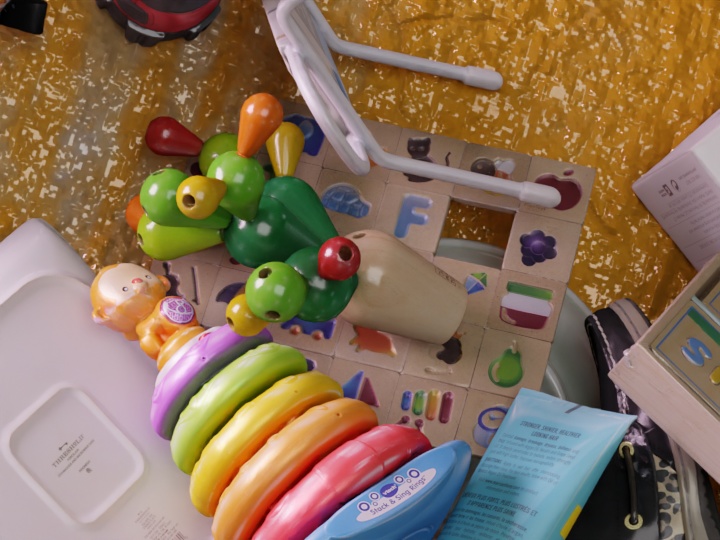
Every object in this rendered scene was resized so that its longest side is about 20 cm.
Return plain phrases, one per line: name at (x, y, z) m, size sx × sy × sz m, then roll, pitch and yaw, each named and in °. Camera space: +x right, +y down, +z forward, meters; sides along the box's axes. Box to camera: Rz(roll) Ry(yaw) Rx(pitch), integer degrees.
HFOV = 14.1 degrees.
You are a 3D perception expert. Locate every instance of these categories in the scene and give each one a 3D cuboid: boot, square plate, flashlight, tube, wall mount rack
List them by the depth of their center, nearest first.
tube at (0.050, 0.142, 1.313) m, size 0.050 × 0.077 × 0.201 m, roll 45°, pitch 69°, yaw -41°
square plate at (-0.134, 0.089, 1.337) m, size 0.198 × 0.028 × 0.200 m, roll 46°, pitch 46°, yaw 0°
flashlight at (-0.079, -0.157, 1.366) m, size 0.068 × 0.200 × 0.068 m, roll -7°, pitch 82°, yaw -15°
boot at (0.089, 0.120, 1.376) m, size 0.153 × 0.074 × 0.205 m, roll -14°, pitch 66°, yaw 1°
wall mount rack at (0.012, -0.104, 1.401) m, size 0.074 × 0.200 × 0.174 m, roll -31°, pitch 125°, yaw 9°

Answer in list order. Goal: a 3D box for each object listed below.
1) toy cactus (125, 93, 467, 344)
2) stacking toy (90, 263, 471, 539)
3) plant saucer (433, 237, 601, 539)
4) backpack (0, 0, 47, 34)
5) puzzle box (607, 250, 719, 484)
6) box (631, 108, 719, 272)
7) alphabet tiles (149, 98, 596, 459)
toy cactus at (-0.025, -0.019, 1.358) m, size 0.164 × 0.200 × 0.103 m, roll 24°, pitch 95°, yaw -20°
stacking toy at (-0.054, 0.066, 1.335) m, size 0.116 × 0.110 × 0.200 m, roll -30°, pitch 68°, yaw -34°
plant saucer at (0.048, 0.080, 1.438) m, size 0.199 × 0.050 × 0.201 m, roll 2°, pitch 82°, yaw -13°
backpack at (-0.267, -0.153, 1.354) m, size 0.190 × 0.154 × 0.200 m, roll -36°, pitch 94°, yaw -5°
puzzle box at (0.216, 0.084, 1.366) m, size 0.200 × 0.025 × 0.133 m, roll 44°, pitch 35°, yaw 3°
box at (0.255, -0.011, 1.476) m, size 0.124 × 0.097 × 0.200 m, roll -39°, pitch 91°, yaw -16°
alphabet tiles at (0.000, 0.000, 1.415) m, size 0.199 × 0.008 × 0.168 m, roll 13°, pitch 62°, yaw 8°
